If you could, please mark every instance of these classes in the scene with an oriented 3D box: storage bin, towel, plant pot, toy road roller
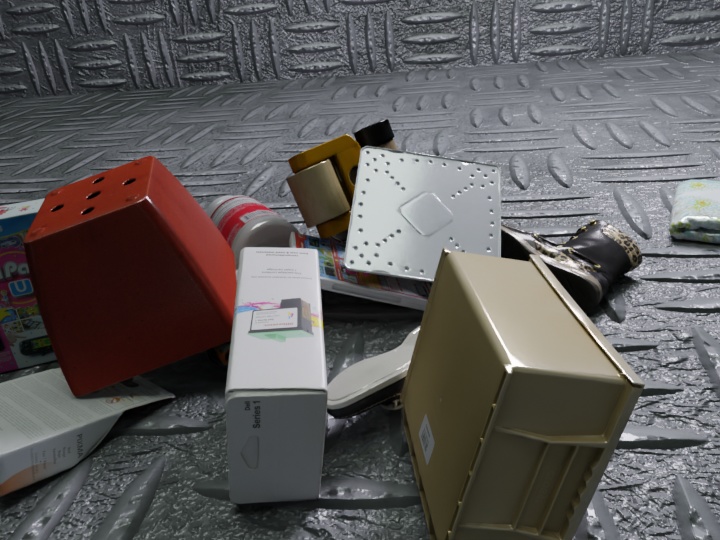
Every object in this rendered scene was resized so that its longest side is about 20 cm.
[{"bbox_3d":[0.107,0.112,0.520,0.093,0.200,0.200,8,24,-10],"label":"storage bin"},{"bbox_3d":[0.597,-0.091,0.992,0.198,0.049,0.171,8,28,26],"label":"towel"},{"bbox_3d":[-0.267,-0.012,0.734,0.198,0.177,0.200,-20,33,-2],"label":"plant pot"},{"bbox_3d":[-0.026,-0.134,0.970,0.199,0.124,0.146,-27,9,-26],"label":"toy road roller"}]

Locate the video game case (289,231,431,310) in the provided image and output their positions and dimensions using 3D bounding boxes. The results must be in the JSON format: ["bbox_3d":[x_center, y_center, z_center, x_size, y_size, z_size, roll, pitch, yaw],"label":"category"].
[{"bbox_3d":[0.000,0.000,0.885,0.198,0.018,0.143,13,23,-13],"label":"video game case"}]

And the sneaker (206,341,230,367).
[{"bbox_3d":[-0.171,0.076,0.787,0.199,0.075,0.079,12,36,32],"label":"sneaker"}]

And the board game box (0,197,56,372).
[{"bbox_3d":[-0.436,0.021,0.804,0.146,0.202,0.064,-13,25,-14],"label":"board game box"}]

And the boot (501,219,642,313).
[{"bbox_3d":[0.279,-0.027,0.889,0.150,0.074,0.199,-25,40,-34],"label":"boot"}]

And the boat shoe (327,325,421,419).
[{"bbox_3d":[0.045,0.114,0.677,0.199,0.061,0.074,-26,19,-39],"label":"boat shoe"}]

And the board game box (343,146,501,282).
[{"bbox_3d":[0.086,-0.069,0.846,0.198,0.026,0.202,8,60,-1],"label":"board game box"}]

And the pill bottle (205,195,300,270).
[{"bbox_3d":[-0.177,-0.053,1.003,0.111,0.113,0.200,-19,28,-25],"label":"pill bottle"}]

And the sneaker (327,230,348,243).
[{"bbox_3d":[0.034,-0.070,1.006,0.198,0.075,0.081,-3,56,10],"label":"sneaker"}]

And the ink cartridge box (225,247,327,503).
[{"bbox_3d":[-0.079,0.093,0.605,0.083,0.146,0.201,1,36,-7],"label":"ink cartridge box"}]

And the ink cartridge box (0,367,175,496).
[{"bbox_3d":[-0.335,0.160,0.704,0.161,0.051,0.199,15,15,37],"label":"ink cartridge box"}]

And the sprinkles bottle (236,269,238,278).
[{"bbox_3d":[-0.172,0.032,0.880,0.198,0.069,0.068,-5,26,0],"label":"sprinkles bottle"}]
